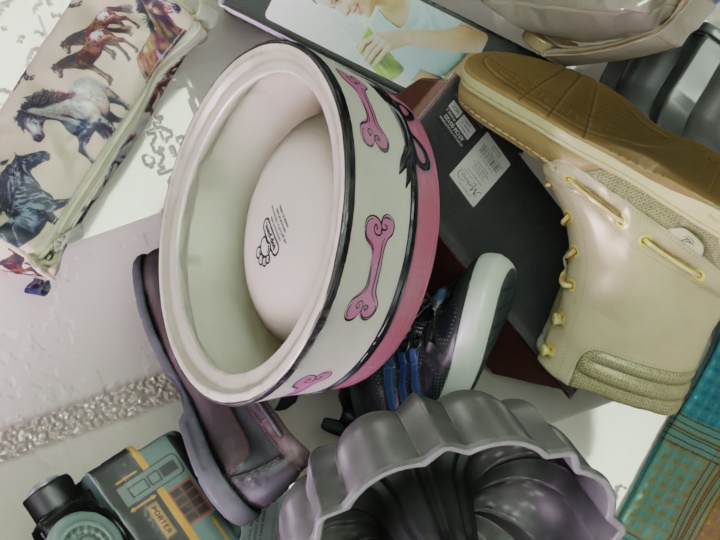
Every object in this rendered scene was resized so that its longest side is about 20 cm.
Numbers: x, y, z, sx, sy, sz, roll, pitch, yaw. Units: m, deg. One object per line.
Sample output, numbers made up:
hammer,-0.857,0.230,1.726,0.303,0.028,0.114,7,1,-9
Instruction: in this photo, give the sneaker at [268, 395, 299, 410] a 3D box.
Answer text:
sneaker,0.000,0.000,1.738,0.088,0.076,0.200,26,83,-13

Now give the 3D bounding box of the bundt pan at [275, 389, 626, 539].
bundt pan,0.040,0.145,1.628,0.202,0.202,0.076,-15,43,-10

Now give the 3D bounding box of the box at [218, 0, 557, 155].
box,0.017,-0.139,1.740,0.200,0.117,0.060,27,93,-4

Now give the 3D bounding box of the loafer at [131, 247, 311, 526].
loafer,-0.076,0.056,1.681,0.063,0.072,0.200,-32,49,12

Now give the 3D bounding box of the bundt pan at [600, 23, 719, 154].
bundt pan,0.217,-0.066,1.712,0.202,0.202,0.076,37,83,0

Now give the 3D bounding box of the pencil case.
pencil case,-0.165,-0.086,1.726,0.089,0.078,0.200,26,76,23

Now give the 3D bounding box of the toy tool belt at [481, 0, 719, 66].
toy tool belt,0.131,-0.180,1.653,0.123,0.200,0.125,-9,100,-37

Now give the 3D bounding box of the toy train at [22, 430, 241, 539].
toy train,-0.103,0.187,1.649,0.114,0.085,0.200,-34,84,-21

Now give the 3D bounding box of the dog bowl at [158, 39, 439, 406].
dog bowl,-0.031,-0.022,1.598,0.074,0.200,0.200,9,78,-32

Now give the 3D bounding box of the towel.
towel,0.226,0.130,1.725,0.022,0.147,0.200,43,73,-44

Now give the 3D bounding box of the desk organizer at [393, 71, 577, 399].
desk organizer,0.067,-0.022,1.700,0.072,0.077,0.200,-50,120,-19

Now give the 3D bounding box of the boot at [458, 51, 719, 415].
boot,0.122,-0.020,1.637,0.200,0.156,0.073,29,33,5

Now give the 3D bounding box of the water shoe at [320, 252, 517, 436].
water shoe,0.028,0.053,1.671,0.079,0.200,0.072,26,50,2

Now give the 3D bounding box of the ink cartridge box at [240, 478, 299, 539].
ink cartridge box,-0.028,0.224,1.709,0.200,0.041,0.200,10,78,-5
